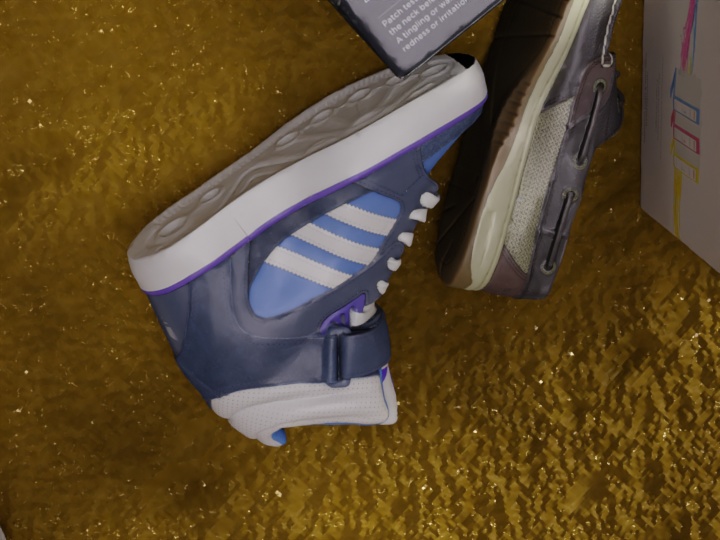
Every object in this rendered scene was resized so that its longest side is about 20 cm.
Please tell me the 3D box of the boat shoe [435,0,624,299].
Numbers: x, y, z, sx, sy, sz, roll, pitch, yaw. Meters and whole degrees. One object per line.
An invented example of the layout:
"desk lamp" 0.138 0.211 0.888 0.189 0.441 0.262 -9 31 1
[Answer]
"boat shoe" 0.095 -0.081 1.037 0.065 0.073 0.200 16 103 -20

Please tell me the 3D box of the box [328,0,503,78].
"box" -0.007 -0.205 0.927 0.124 0.200 0.197 -38 103 3

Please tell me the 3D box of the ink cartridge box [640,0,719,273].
"ink cartridge box" 0.214 -0.071 0.979 0.128 0.200 0.125 -2 102 -6

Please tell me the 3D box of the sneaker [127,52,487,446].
"sneaker" 0.000 0.000 1.040 0.200 0.081 0.147 -32 112 -2

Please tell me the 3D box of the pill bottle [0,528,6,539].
"pill bottle" -0.270 0.171 1.025 0.200 0.112 0.112 -25 103 -1
